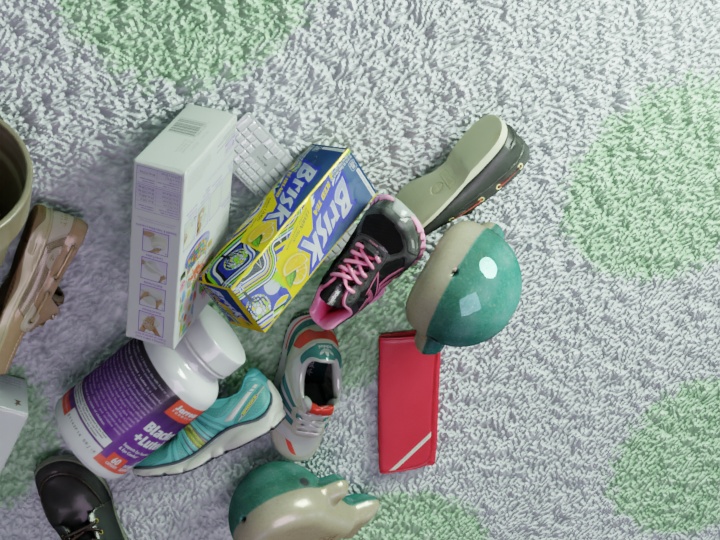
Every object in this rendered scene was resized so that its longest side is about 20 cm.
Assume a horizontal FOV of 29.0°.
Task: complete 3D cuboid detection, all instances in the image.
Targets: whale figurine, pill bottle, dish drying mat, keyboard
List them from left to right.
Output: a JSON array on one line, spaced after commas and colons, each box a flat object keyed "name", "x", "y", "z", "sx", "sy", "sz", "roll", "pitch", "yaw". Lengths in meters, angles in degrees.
[{"name": "pill bottle", "x": -0.226, "y": 0.127, "z": 1.519, "sx": 0.199, "sy": 0.112, "sz": 0.111, "roll": -38, "pitch": 123, "yaw": 11}, {"name": "keyboard", "x": -0.077, "y": -0.085, "z": 1.486, "sx": 0.056, "sy": 0.011, "sz": 0.200, "roll": -38, "pitch": 123, "yaw": 10}, {"name": "whale figurine", "x": -0.071, "y": 0.284, "z": 1.683, "sx": 0.199, "sy": 0.104, "sz": 0.159, "roll": 5, "pitch": 136, "yaw": -44}, {"name": "dish drying mat", "x": 0.058, "y": 0.159, "z": 1.671, "sx": 0.076, "sy": 0.018, "sz": 0.202, "roll": -6, "pitch": 123, "yaw": -10}, {"name": "whale figurine", "x": 0.120, "y": 0.028, "z": 1.493, "sx": 0.103, "sy": 0.200, "sz": 0.160, "roll": 29, "pitch": 83, "yaw": 13}]

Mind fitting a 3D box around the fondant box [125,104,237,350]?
[{"name": "fondant box", "x": -0.180, "y": -0.045, "z": 1.398, "sx": 0.058, "sy": 0.145, "sz": 0.202, "roll": 13, "pitch": 121, "yaw": 10}]

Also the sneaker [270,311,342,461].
[{"name": "sneaker", "x": -0.062, "y": 0.152, "z": 1.589, "sx": 0.070, "sy": 0.094, "sz": 0.202, "roll": 3, "pitch": 121, "yaw": -16}]

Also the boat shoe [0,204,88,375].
[{"name": "boat shoe", "x": -0.341, "y": 0.030, "z": 1.452, "sx": 0.064, "sy": 0.071, "sz": 0.201, "roll": 17, "pitch": 115, "yaw": -23}]

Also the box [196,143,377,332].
[{"name": "box", "x": -0.073, "y": -0.036, "z": 1.427, "sx": 0.200, "sy": 0.064, "sz": 0.070, "roll": -52, "pitch": 128, "yaw": -22}]

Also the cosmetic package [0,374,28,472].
[{"name": "cosmetic package", "x": -0.447, "y": 0.201, "z": 1.533, "sx": 0.101, "sy": 0.074, "sz": 0.201, "roll": 21, "pitch": 113, "yaw": -25}]

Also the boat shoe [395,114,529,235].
[{"name": "boat shoe", "x": 0.096, "y": -0.079, "z": 1.496, "sx": 0.201, "sy": 0.074, "sz": 0.063, "roll": -42, "pitch": 130, "yaw": 18}]

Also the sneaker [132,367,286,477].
[{"name": "sneaker", "x": -0.179, "y": 0.178, "z": 1.599, "sx": 0.199, "sy": 0.077, "sz": 0.080, "roll": -28, "pitch": 88, "yaw": 13}]

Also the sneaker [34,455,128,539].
[{"name": "sneaker", "x": -0.314, "y": 0.310, "z": 1.614, "sx": 0.074, "sy": 0.107, "sz": 0.201, "roll": -23, "pitch": 125, "yaw": 1}]

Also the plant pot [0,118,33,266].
[{"name": "plant pot", "x": -0.415, "y": -0.036, "z": 1.335, "sx": 0.198, "sy": 0.201, "sz": 0.174, "roll": 0, "pitch": 137, "yaw": -15}]

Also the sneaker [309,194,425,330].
[{"name": "sneaker", "x": 0.000, "y": 0.000, "z": 1.464, "sx": 0.079, "sy": 0.095, "sz": 0.200, "roll": 42, "pitch": 143, "yaw": 8}]
